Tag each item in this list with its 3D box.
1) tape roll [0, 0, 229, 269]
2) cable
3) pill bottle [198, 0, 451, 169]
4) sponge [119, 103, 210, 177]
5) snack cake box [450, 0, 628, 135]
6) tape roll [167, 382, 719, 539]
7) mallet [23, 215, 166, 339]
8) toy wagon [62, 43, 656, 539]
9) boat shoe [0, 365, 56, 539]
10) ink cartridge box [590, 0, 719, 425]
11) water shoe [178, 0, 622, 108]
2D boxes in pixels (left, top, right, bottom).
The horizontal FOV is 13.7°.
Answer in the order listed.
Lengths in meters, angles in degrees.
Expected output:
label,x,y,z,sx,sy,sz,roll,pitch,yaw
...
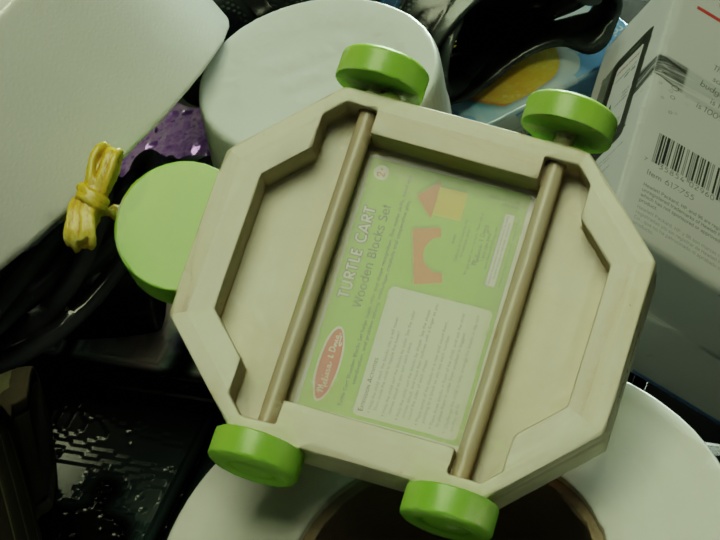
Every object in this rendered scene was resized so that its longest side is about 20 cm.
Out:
label,x,y,z,sx,sy,sz,roll,pitch,yaw
tape roll,-0.146,-0.054,1.134,0.202,0.071,0.203,-38,14,11
cable,-0.133,0.004,1.165,0.163,0.051,0.200,-25,7,18
pill bottle,0.000,0.000,1.159,0.109,0.201,0.110,-7,43,6
sponge,-0.117,-0.096,1.384,0.112,0.030,0.200,-51,50,-3
snack cake box,0.035,-0.104,1.358,0.115,0.067,0.200,-28,45,-14
tape roll,0.039,0.146,1.041,0.202,0.140,0.203,-7,42,7
mallet,-0.135,-0.058,1.260,0.066,0.201,0.041,-10,27,11
toy wagon,-0.003,0.001,1.022,0.199,0.040,0.156,15,73,12
boat shoe,-0.160,0.087,1.161,0.068,0.072,0.200,-11,5,1
ink cartridge box,0.152,-0.042,1.227,0.116,0.068,0.200,32,47,-12
water shoe,0.012,-0.105,1.264,0.199,0.072,0.079,-19,46,-2
